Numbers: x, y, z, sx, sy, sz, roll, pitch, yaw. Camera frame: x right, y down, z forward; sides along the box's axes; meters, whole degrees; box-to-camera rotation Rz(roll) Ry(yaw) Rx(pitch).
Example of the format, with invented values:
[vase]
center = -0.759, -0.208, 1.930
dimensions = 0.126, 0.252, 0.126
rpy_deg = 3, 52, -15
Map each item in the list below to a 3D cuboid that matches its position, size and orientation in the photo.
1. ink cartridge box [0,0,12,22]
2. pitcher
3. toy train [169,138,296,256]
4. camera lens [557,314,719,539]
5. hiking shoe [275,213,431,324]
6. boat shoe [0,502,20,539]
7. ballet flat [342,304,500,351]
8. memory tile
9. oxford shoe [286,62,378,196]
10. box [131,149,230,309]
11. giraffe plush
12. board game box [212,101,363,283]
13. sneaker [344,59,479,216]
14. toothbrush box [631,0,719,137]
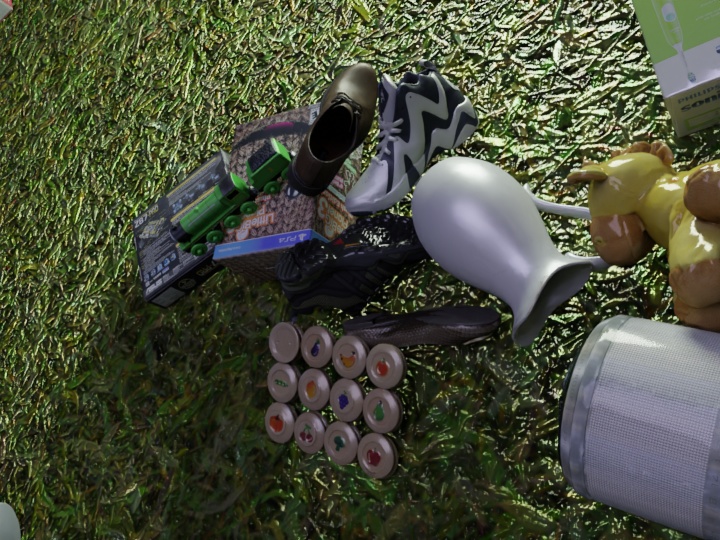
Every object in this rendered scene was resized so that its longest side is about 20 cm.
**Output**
[ink cartridge box]
center = -0.944, -0.678, 1.788
dimensions = 0.145, 0.083, 0.201
rpy_deg = -36, 55, 16
[pitcher]
center = 0.164, -0.043, 0.770
dimensions = 0.171, 0.122, 0.200
rpy_deg = -32, 57, -14
[toy train]
center = -0.161, -0.089, 0.908
dimensions = 0.200, 0.056, 0.042
rpy_deg = -37, 54, 15
[camera lens]
center = 0.272, 0.129, 0.584
dimensions = 0.199, 0.160, 0.161
rpy_deg = 11, 77, 36
[hiking shoe]
center = 0.000, 0.000, 0.867
dimensions = 0.198, 0.101, 0.076
rpy_deg = -14, 41, -8
[boat shoe]
center = -0.550, 0.447, 1.058
dimensions = 0.065, 0.074, 0.201
rpy_deg = -19, 60, 22
[ballet flat]
center = 0.066, 0.072, 0.817
dimensions = 0.199, 0.067, 0.047
rpy_deg = -7, 99, 32
[memory tile]
center = -0.035, 0.146, 0.846
dimensions = 0.199, 0.017, 0.155
rpy_deg = 9, 94, 37
[oxford shoe]
center = -0.017, -0.184, 0.876
dimensions = 0.084, 0.072, 0.201
rpy_deg = -44, 21, 60
[box]
center = -0.252, -0.061, 1.087
dimensions = 0.199, 0.049, 0.162
rpy_deg = -34, 57, 18
[giraffe plush]
center = 0.276, -0.054, 0.659
dimensions = 0.161, 0.173, 0.201
rpy_deg = 13, 70, 37
[board game box]
center = -0.093, -0.100, 0.965
dimensions = 0.158, 0.097, 0.202
rpy_deg = -8, 66, 31
[sneaker]
center = 0.035, -0.168, 0.863
dimensions = 0.199, 0.130, 0.080
rpy_deg = -38, 26, 3
[toothbrush box]
center = 0.362, -0.261, 0.734
dimensions = 0.145, 0.086, 0.201
rpy_deg = -20, 60, 26
